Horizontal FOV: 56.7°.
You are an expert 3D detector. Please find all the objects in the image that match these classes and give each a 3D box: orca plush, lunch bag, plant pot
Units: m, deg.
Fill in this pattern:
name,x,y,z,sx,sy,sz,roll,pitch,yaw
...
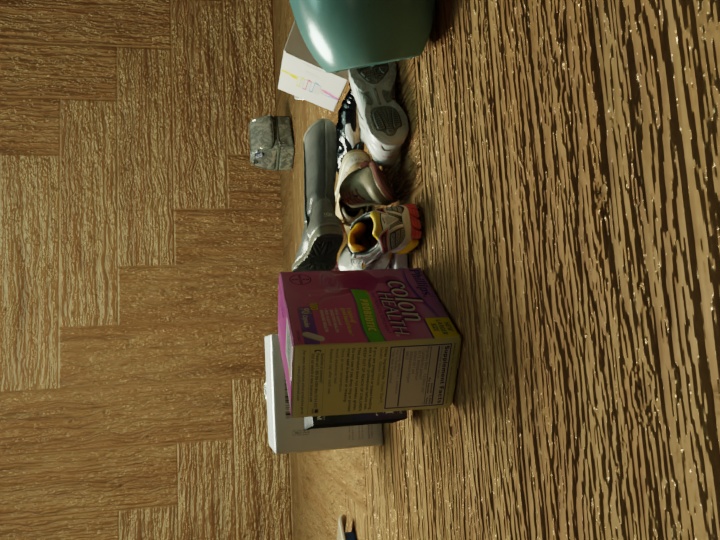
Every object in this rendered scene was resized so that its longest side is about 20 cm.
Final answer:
name,x,y,z,sx,sy,sz,roll,pitch,yaw
orca plush,-0.036,-0.268,1.278,0.107,0.069,0.203,-103,16,-44
lunch bag,-0.340,-0.481,2.522,0.141,0.162,0.205,106,159,-55
plant pot,0.004,-0.332,0.806,0.201,0.195,0.166,-130,29,-72

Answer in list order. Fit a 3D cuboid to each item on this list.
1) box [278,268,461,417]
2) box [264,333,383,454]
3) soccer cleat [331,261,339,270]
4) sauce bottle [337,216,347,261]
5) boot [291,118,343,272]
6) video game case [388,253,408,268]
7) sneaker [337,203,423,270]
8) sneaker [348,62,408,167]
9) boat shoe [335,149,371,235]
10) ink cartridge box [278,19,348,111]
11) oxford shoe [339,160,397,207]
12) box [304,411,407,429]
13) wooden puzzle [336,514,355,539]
name,x,y,z,sx,sy,sz,roll,pitch,yaw
box,0.002,0.081,0.823,0.177,0.194,0.099,-113,25,-61
box,-0.070,0.212,1.197,0.131,0.194,0.206,154,114,-75
soccer cleat,-0.036,0.064,1.064,0.071,0.084,0.202,102,147,-46
sauce bottle,-0.042,-0.020,1.228,0.202,0.064,0.067,72,-174,-54
boot,-0.074,-0.109,1.069,0.182,0.071,0.205,-49,46,53
video game case,0.042,0.049,1.054,0.200,0.022,0.188,154,115,-78
sneaker,0.009,-0.044,0.954,0.200,0.080,0.080,140,125,-58
sneaker,0.019,-0.243,1.008,0.100,0.075,0.205,102,164,-59
boat shoe,-0.019,-0.113,1.208,0.070,0.071,0.204,-98,13,-53
ink cartridge box,-0.075,-0.402,1.250,0.200,0.122,0.132,155,135,-79
oxford shoe,0.007,-0.120,1.030,0.071,0.074,0.200,56,180,-11
box,-0.015,0.115,0.953,0.079,0.137,0.206,126,141,-70
wooden puzzle,-0.025,0.662,1.420,0.202,0.045,0.190,-102,15,-60
